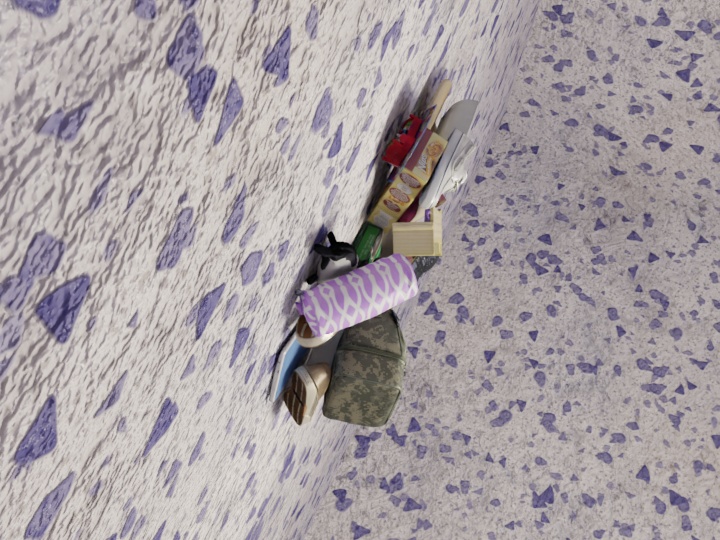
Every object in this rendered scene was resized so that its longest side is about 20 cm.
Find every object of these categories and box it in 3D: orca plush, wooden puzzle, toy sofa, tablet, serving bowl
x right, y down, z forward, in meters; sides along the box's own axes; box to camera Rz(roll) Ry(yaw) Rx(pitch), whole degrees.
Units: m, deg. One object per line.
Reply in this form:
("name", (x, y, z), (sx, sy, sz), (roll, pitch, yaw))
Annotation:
("orca plush", (-0.052, -0.027, 1.323), (0.104, 0.072, 0.200), (-22, 168, 6))
("wooden puzzle", (0.127, -0.282, 1.710), (0.200, 0.037, 0.187), (100, 16, -71))
("toy sofa", (0.115, -0.077, 1.628), (0.200, 0.082, 0.099), (-10, 99, -79))
("tablet", (-0.109, 0.130, 1.461), (0.201, 0.014, 0.131), (-57, 168, -50))
("serving bowl", (0.186, -0.273, 1.733), (0.200, 0.065, 0.202), (20, 90, -89))

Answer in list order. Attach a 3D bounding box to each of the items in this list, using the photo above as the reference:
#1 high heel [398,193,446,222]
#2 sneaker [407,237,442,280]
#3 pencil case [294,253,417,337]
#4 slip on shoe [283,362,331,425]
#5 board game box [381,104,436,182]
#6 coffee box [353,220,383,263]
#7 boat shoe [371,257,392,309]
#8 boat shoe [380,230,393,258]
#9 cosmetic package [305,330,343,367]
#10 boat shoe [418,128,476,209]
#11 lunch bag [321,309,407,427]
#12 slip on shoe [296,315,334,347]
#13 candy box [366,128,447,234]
("high heel", (0.109, -0.156, 1.751), (0.067, 0.097, 0.200), (-29, 178, -36))
("sneaker", (0.101, -0.018, 1.765), (0.200, 0.081, 0.071), (-44, 134, -34))
("pencil case", (-0.005, 0.039, 1.315), (0.085, 0.198, 0.085), (-161, -127, -69))
("slip on shoe", (-0.097, 0.224, 1.505), (0.060, 0.076, 0.201), (-25, 155, -24))
("board game box", (0.079, -0.243, 1.514), (0.159, 0.039, 0.200), (-61, -173, 5))
("coffee box", (0.000, 0.000, 1.676), (0.201, 0.044, 0.124), (97, 19, -63))
("boat shoe", (0.030, 0.063, 1.609), (0.076, 0.073, 0.201), (-69, 177, -50))
("boat shoe", (0.051, -0.056, 1.818), (0.093, 0.074, 0.202), (-111, -167, -49))
("cosmetic package", (-0.069, 0.155, 1.602), (0.083, 0.050, 0.202), (-73, -175, -80))
("boat shoe", (0.170, -0.186, 1.538), (0.201, 0.065, 0.074), (-62, -175, -31))
("lunch bag", (0.011, 0.176, 1.533), (0.201, 0.137, 0.169), (105, -8, -54))
("slip on shoe", (-0.054, 0.079, 1.407), (0.201, 0.075, 0.061), (-65, 151, -56))
("candy box", (0.087, -0.169, 1.576), (0.116, 0.055, 0.200), (-62, -174, -34))
